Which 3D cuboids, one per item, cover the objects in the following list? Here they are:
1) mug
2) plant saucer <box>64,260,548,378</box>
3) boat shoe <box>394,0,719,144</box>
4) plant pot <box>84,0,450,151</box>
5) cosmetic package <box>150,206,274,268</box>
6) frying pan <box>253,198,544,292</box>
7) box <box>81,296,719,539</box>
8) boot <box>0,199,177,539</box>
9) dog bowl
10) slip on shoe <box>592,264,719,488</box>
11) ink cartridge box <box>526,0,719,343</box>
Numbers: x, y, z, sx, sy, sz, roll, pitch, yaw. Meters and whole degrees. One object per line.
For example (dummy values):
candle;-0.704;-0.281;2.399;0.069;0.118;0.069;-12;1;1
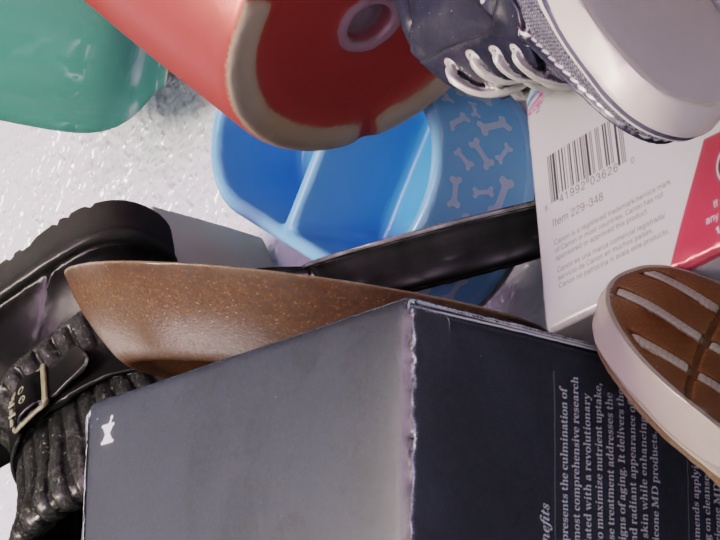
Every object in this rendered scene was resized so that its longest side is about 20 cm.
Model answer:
mug;-0.141;-0.160;1.497;0.152;0.114;0.185;107;175;-66
plant saucer;-0.024;0.031;1.209;0.200;0.200;0.037;-2;77;51
boat shoe;0.073;-0.088;1.123;0.093;0.075;0.200;-60;31;29
plant pot;-0.037;-0.158;1.271;0.200;0.200;0.177;-55;52;24
cosmetic package;-0.068;0.080;1.369;0.104;0.073;0.200;-50;43;29
frying pan;-0.002;0.000;1.216;0.190;0.115;0.031;-16;88;11
box;0.028;0.104;1.137;0.200;0.196;0.124;-20;62;48
boot;-0.148;0.082;1.338;0.211;0.079;0.158;-41;47;32
dog bowl;-0.001;-0.050;1.350;0.200;0.050;0.112;32;103;52
slip on shoe;0.157;0.077;1.053;0.200;0.076;0.061;37;133;20
ink cartridge box;0.140;-0.081;1.153;0.148;0.086;0.200;-28;55;44
